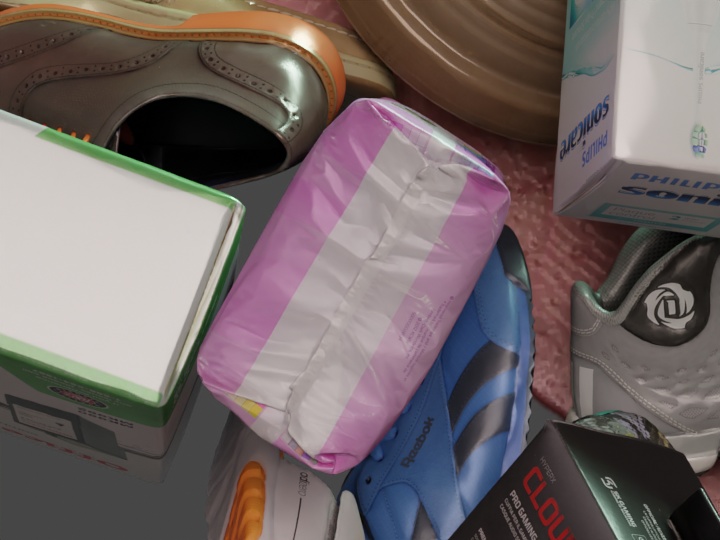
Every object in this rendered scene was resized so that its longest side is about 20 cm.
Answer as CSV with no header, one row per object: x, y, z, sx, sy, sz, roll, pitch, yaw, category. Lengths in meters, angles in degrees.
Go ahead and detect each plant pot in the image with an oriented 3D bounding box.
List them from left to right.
0.085,-0.161,1.071,0.200,0.093,0.202,11,60,-20,plant pot

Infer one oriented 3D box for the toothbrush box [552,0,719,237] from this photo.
0.157,-0.115,0.971,0.146,0.085,0.201,6,75,-10,toothbrush box

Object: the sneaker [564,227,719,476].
0.178,0.016,1.049,0.199,0.075,0.116,-10,110,-8,sneaker

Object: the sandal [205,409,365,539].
-0.025,0.105,0.983,0.059,0.079,0.207,14,31,-9,sandal

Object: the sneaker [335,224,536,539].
0.027,0.074,1.046,0.078,0.066,0.201,7,75,-4,sneaker

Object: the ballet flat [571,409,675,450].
0.117,0.148,1.025,0.072,0.072,0.201,-13,103,-9,ballet flat

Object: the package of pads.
0.000,0.000,0.962,0.075,0.200,0.121,33,94,-1,package of pads

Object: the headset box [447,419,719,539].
0.075,0.164,0.917,0.077,0.200,0.149,15,34,-38,headset box

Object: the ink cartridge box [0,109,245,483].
-0.126,0.009,0.982,0.145,0.200,0.084,19,76,1,ink cartridge box

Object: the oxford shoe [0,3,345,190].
-0.109,-0.060,1.014,0.199,0.071,0.073,-6,31,17,oxford shoe

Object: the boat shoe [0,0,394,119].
-0.079,-0.111,1.079,0.199,0.071,0.065,15,67,-2,boat shoe
